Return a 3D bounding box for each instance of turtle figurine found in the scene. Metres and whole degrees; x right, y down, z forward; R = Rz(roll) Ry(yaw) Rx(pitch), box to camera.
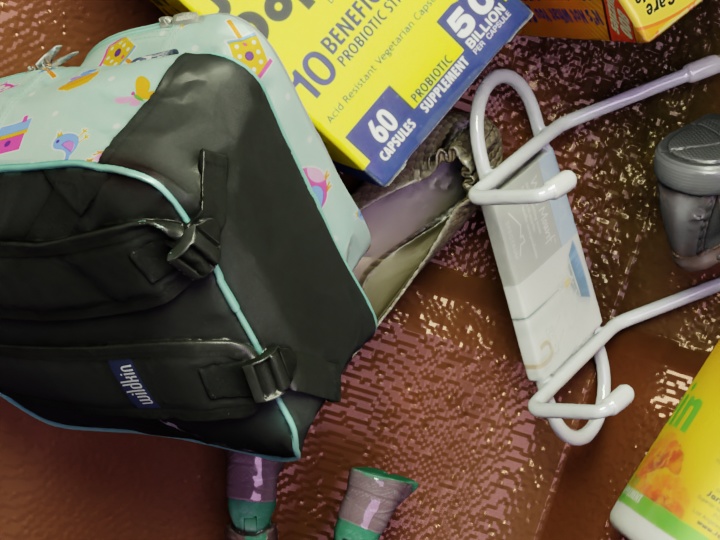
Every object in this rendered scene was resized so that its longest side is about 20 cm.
[{"bbox_3d":[-0.041,0.192,0.957,0.148,0.101,0.202,13,89,-15],"label":"turtle figurine"}]

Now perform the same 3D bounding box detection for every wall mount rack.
[{"bbox_3d":[0.130,-0.018,0.977,0.174,0.074,0.202,-37,117,-46],"label":"wall mount rack"}]

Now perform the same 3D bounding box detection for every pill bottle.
[{"bbox_3d":[0.225,0.076,0.994,0.111,0.111,0.201,33,89,-16],"label":"pill bottle"}]

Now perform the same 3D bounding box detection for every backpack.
[{"bbox_3d":[-0.105,-0.015,0.858,0.177,0.198,0.154,60,39,-34],"label":"backpack"}]

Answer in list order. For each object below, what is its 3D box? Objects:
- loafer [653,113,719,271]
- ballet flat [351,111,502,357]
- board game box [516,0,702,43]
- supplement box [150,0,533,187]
[{"bbox_3d":[0.222,-0.056,0.985,0.199,0.072,0.064,-21,121,-35],"label":"loafer"},{"bbox_3d":[0.000,0.000,0.962,0.200,0.046,0.067,-46,105,-4],"label":"ballet flat"},{"bbox_3d":[0.114,-0.245,0.877,0.199,0.200,0.201,-39,105,-6],"label":"board game box"},{"bbox_3d":[-0.037,-0.147,0.900,0.200,0.109,0.109,41,87,-15],"label":"supplement box"}]
